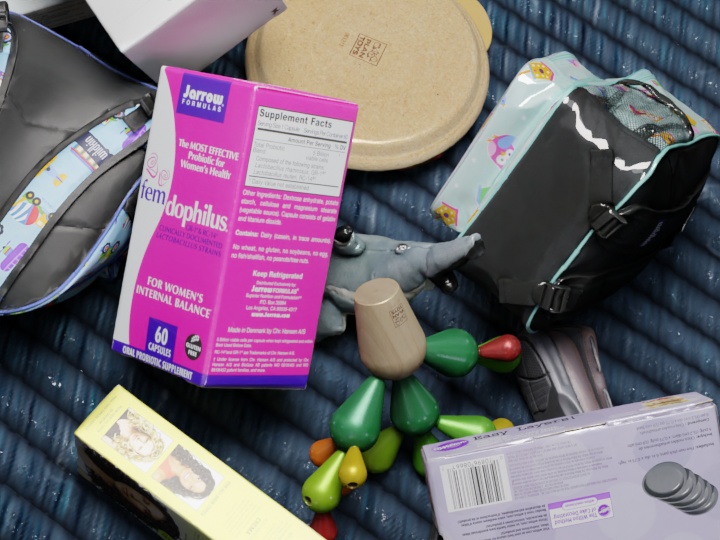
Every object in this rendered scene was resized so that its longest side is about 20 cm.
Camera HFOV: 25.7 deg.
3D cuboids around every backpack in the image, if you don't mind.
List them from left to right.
[{"bbox_3d":[-0.234,-0.057,1.116,0.182,0.135,0.200,28,73,9],"label":"backpack"},{"bbox_3d":[0.160,-0.063,1.129,0.153,0.176,0.200,44,30,24],"label":"backpack"}]

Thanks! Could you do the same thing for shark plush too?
[{"bbox_3d":[0.000,0.000,1.098,0.083,0.200,0.091,45,69,-34],"label":"shark plush"}]

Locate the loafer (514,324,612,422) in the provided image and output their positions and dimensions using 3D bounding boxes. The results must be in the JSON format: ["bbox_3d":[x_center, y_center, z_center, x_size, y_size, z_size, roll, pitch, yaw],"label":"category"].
[{"bbox_3d":[0.172,0.125,1.106,0.063,0.072,0.200,-14,67,-21],"label":"loafer"}]

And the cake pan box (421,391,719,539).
[{"bbox_3d":[0.144,0.187,1.022,0.200,0.052,0.185,-12,95,-1],"label":"cake pan box"}]

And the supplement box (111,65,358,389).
[{"bbox_3d":[-0.085,-0.029,1.068,0.101,0.103,0.201,16,97,42],"label":"supplement box"}]

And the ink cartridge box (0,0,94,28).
[{"bbox_3d":[-0.229,-0.278,1.212,0.200,0.044,0.174,-24,79,-32],"label":"ink cartridge box"}]

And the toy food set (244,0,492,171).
[{"bbox_3d":[0.003,-0.163,1.242,0.197,0.049,0.200,9,63,-1],"label":"toy food set"}]

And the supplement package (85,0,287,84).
[{"bbox_3d":[-0.158,-0.243,1.103,0.114,0.110,0.200,-36,76,3],"label":"supplement package"}]

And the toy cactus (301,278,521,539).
[{"bbox_3d":[0.032,0.085,1.063,0.200,0.165,0.102,-29,34,-17],"label":"toy cactus"}]

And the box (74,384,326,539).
[{"bbox_3d":[-0.100,0.164,1.056,0.200,0.075,0.050,34,63,12],"label":"box"}]
